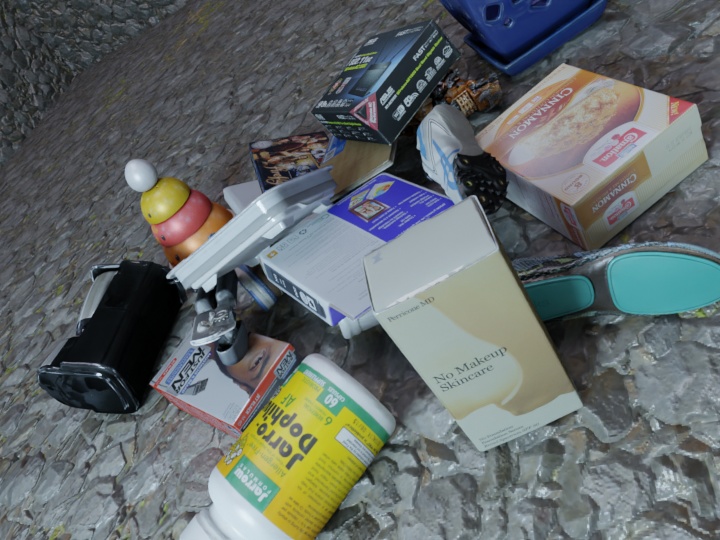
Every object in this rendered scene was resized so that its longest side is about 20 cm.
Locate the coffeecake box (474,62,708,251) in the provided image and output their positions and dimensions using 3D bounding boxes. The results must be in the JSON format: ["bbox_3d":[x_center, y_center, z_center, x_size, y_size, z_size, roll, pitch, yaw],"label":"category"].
[{"bbox_3d":[0.236,-0.131,0.682,0.153,0.073,0.200,-39,36,0],"label":"coffeecake box"}]

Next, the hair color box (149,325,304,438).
[{"bbox_3d":[-0.160,0.130,0.762,0.199,0.064,0.111,8,55,44],"label":"hair color box"}]

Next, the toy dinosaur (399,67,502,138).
[{"bbox_3d":[0.104,-0.249,0.919,0.198,0.102,0.137,-6,60,8],"label":"toy dinosaur"}]

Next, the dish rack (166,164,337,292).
[{"bbox_3d":[-0.118,-0.044,0.741,0.199,0.044,0.171,-35,0,31],"label":"dish rack"}]

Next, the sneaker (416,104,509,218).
[{"bbox_3d":[0.105,-0.110,0.685,0.201,0.071,0.073,-100,30,-50],"label":"sneaker"}]

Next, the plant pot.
[{"bbox_3d":[0.223,-0.411,0.905,0.199,0.180,0.201,-33,37,8],"label":"plant pot"}]

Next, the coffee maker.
[{"bbox_3d":[-0.338,0.090,0.904,0.190,0.135,0.201,-19,41,25],"label":"coffee maker"}]

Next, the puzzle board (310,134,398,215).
[{"bbox_3d":[-0.001,-0.169,0.878,0.150,0.017,0.201,-28,32,32],"label":"puzzle board"}]

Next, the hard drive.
[{"bbox_3d":[-0.122,-0.099,0.959,0.131,0.027,0.200,-16,30,-20],"label":"hard drive"}]

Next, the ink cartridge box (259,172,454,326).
[{"bbox_3d":[0.016,-0.024,0.687,0.197,0.044,0.199,-35,36,-20],"label":"ink cartridge box"}]

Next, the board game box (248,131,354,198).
[{"bbox_3d":[-0.098,-0.163,0.995,0.134,0.035,0.200,-11,34,-12],"label":"board game box"}]

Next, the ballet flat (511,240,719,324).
[{"bbox_3d":[0.214,0.004,0.556,0.198,0.075,0.075,-6,45,18],"label":"ballet flat"}]

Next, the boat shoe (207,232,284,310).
[{"bbox_3d":[-0.157,-0.014,0.919,0.072,0.072,0.200,-40,45,-10],"label":"boat shoe"}]

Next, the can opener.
[{"bbox_3d":[-0.170,0.054,0.766,0.053,0.067,0.200,-22,20,-2],"label":"can opener"}]

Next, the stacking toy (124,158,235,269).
[{"bbox_3d":[-0.311,-0.103,1.031,0.145,0.200,0.147,-24,38,20],"label":"stacking toy"}]

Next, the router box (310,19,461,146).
[{"bbox_3d":[0.026,-0.253,0.855,0.150,0.062,0.200,-52,27,-4],"label":"router box"}]

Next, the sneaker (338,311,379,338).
[{"bbox_3d":[0.000,0.000,0.769,0.088,0.076,0.201,-19,40,0],"label":"sneaker"}]

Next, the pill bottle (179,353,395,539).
[{"bbox_3d":[-0.067,0.186,0.577,0.200,0.113,0.112,-50,37,-14],"label":"pill bottle"}]

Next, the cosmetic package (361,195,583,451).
[{"bbox_3d":[0.094,0.051,0.503,0.105,0.200,0.071,-29,36,14],"label":"cosmetic package"}]
